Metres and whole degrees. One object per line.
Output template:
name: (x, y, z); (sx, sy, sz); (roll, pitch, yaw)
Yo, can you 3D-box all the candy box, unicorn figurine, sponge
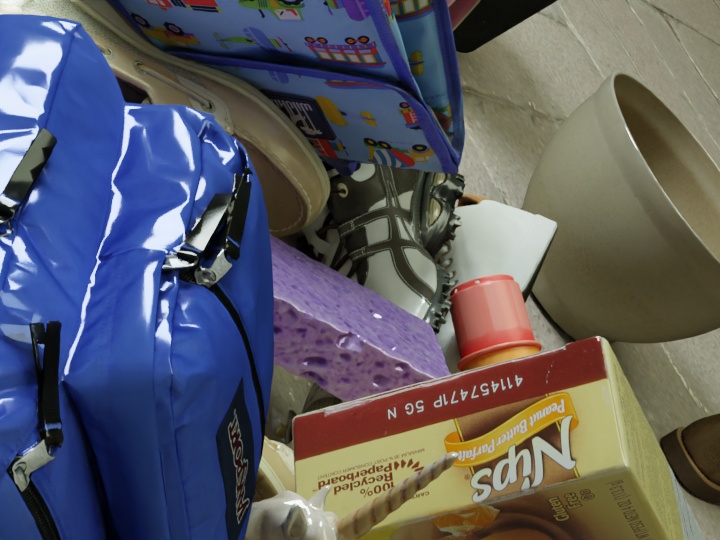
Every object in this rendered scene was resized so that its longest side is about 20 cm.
candy box: (0.065, 0.108, 0.577); (0.200, 0.115, 0.056); (55, 25, -50)
unicorn figurine: (-0.026, 0.143, 0.485); (0.073, 0.200, 0.138); (-7, 79, -20)
sponge: (-0.056, 0.002, 0.658); (0.199, 0.030, 0.112); (28, 11, -10)

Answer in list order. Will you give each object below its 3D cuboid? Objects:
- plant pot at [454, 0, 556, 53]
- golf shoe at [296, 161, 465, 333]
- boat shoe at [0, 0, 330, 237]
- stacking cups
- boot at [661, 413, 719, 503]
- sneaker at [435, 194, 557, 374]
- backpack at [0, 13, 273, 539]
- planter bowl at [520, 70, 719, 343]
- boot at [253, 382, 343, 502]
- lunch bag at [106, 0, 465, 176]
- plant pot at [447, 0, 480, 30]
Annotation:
plant pot: (0.085, -0.299, 1.243); (0.177, 0.199, 0.200); (39, 25, -52)
golf shoe: (0.000, 0.000, 0.838); (0.094, 0.078, 0.200); (24, 32, -10)
boat shoe: (-0.101, -0.069, 0.731); (0.200, 0.072, 0.065); (36, 34, -23)
stacking cups: (0.083, 0.103, 0.803); (0.060, 0.060, 0.201); (14, 55, -55)
boot: (0.312, 0.146, 1.189); (0.200, 0.075, 0.074); (21, 37, -52)
sneaker: (0.058, 0.012, 0.936); (0.084, 0.073, 0.200); (25, 29, 6)
backpack: (-0.112, 0.039, 0.406); (0.200, 0.167, 0.163); (-78, 164, -50)
planter bowl: (0.194, -0.026, 1.128); (0.200, 0.135, 0.201); (42, 26, -26)
boot: (-0.031, 0.083, 0.638); (0.200, 0.073, 0.156); (51, 24, -22)
lunch bag: (-0.033, -0.121, 0.764); (0.200, 0.150, 0.094); (66, 37, -50)
plant pot: (-0.020, -0.195, 0.859); (0.179, 0.200, 0.200); (45, 24, 2)
